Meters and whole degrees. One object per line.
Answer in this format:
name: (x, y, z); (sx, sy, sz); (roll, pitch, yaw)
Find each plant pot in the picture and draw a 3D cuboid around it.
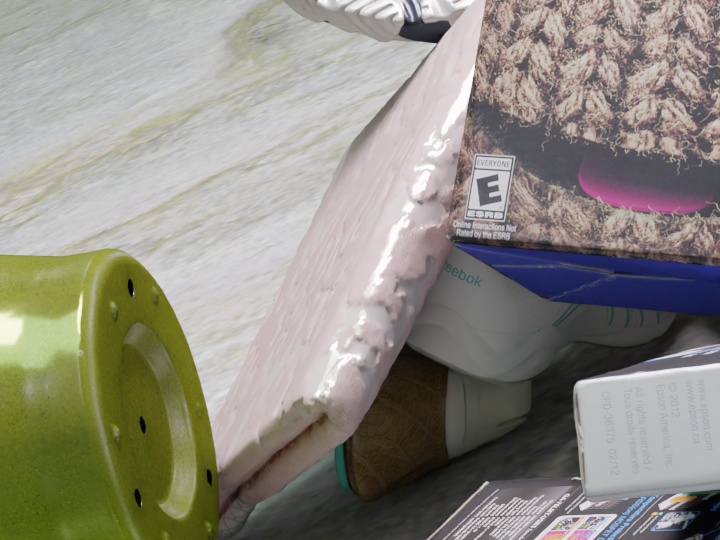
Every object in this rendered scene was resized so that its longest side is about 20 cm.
plant pot: (-0.160, 0.075, 0.985); (0.191, 0.202, 0.201); (-14, 18, 13)

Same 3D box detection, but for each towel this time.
towel: (0.000, 0.000, 1.049); (0.201, 0.032, 0.191); (-66, 9, -26)

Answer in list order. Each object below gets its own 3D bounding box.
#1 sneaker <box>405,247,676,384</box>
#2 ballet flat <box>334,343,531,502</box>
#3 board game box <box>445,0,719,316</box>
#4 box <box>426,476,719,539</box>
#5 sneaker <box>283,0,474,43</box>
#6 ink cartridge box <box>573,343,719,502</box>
sneaker: (0.090, -0.011, 1.097); (0.070, 0.081, 0.200); (25, 20, 23)
ballet flat: (0.039, 0.041, 1.116); (0.072, 0.068, 0.200); (3, 17, 9)
board game box: (0.135, -0.090, 0.960); (0.158, 0.202, 0.097); (4, -11, 27)
box: (0.075, 0.124, 0.812); (0.197, 0.050, 0.200); (-6, 21, 38)
sneaker: (0.068, -0.108, 1.128); (0.198, 0.130, 0.080); (-4, 61, 20)
ink cartridge box: (0.188, 0.036, 0.826); (0.198, 0.044, 0.198); (-6, -1, 21)
